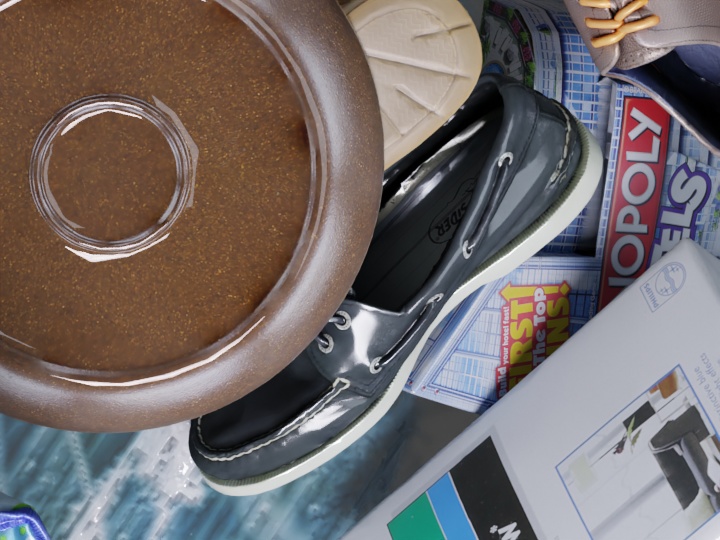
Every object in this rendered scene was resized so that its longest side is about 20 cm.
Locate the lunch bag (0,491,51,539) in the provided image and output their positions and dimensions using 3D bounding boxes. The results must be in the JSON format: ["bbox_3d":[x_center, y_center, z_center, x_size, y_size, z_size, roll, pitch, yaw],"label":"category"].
[{"bbox_3d":[-0.161,0.159,0.994,0.127,0.170,0.200,-20,112,-25],"label":"lunch bag"}]

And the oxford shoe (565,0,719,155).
[{"bbox_3d":[0.103,-0.120,1.094,0.200,0.071,0.073,41,47,-33],"label":"oxford shoe"}]

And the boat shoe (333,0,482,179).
[{"bbox_3d":[-0.045,-0.039,1.083,0.200,0.069,0.074,-32,103,0],"label":"boat shoe"}]

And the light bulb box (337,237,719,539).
[{"bbox_3d":[0.133,0.126,1.157,0.200,0.125,0.198,-42,135,18],"label":"light bulb box"}]

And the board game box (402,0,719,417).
[{"bbox_3d":[0.092,-0.006,1.193,0.200,0.062,0.201,1,101,-35],"label":"board game box"}]

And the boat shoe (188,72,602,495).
[{"bbox_3d":[0.001,0.001,1.100,0.199,0.075,0.066,-39,140,6],"label":"boat shoe"}]

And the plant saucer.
[{"bbox_3d":[-0.089,-0.036,1.027,0.200,0.032,0.201,-1,103,-7],"label":"plant saucer"}]
